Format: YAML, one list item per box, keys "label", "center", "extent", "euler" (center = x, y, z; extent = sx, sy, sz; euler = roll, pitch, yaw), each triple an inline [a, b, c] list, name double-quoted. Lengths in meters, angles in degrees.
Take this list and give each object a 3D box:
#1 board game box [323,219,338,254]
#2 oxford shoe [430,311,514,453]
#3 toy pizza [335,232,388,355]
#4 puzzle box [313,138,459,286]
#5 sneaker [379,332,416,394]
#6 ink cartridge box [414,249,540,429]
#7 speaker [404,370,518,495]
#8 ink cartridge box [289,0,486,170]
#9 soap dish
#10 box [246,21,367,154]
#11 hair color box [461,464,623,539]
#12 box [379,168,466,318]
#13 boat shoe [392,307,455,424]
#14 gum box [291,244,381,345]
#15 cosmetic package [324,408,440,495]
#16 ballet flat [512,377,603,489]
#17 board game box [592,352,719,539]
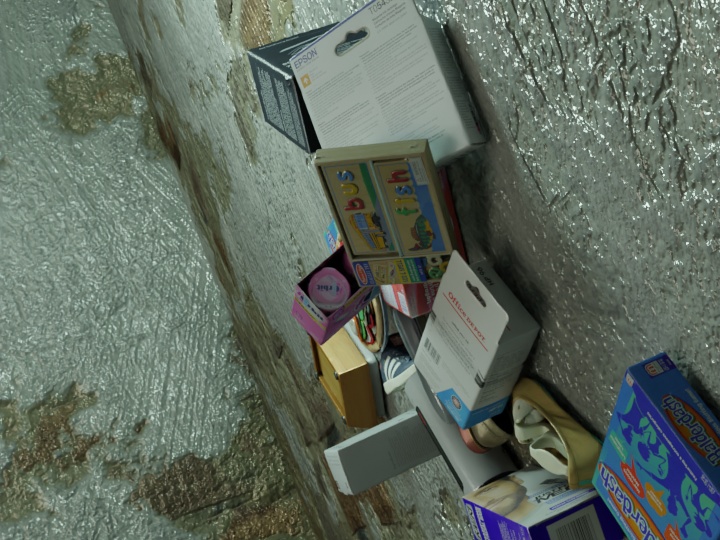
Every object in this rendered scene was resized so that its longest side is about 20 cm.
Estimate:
- label: "board game box"
  center: [0.001, -0.020, 1.697]
  extent: [0.200, 0.044, 0.154]
  euler: [131, 119, -73]
- label: "oxford shoe"
  center: [0.150, 0.129, 1.372]
  extent: [0.074, 0.070, 0.203]
  euler: [-30, 77, 47]
- label: "toy pizza"
  center: [-0.008, 0.034, 1.628]
  extent: [0.200, 0.031, 0.204]
  euler: [164, 91, -74]
- label: "puzzle box"
  center: [0.035, -0.061, 1.219]
  extent: [0.026, 0.131, 0.202]
  euler: [-75, -26, -42]
- label: "sneaker"
  center: [0.068, 0.132, 1.608]
  extent: [0.200, 0.074, 0.086]
  euler: [137, 119, -69]
- label: "ink cartridge box"
  center: [0.138, 0.074, 1.245]
  extent: [0.116, 0.067, 0.202]
  euler: [53, 146, 32]
- label: "speaker"
  center: [0.138, 0.221, 1.461]
  extent: [0.082, 0.080, 0.201]
  euler: [89, 155, -50]
- label: "ink cartridge box"
  center: [0.027, -0.195, 1.218]
  extent: [0.195, 0.043, 0.203]
  euler: [-25, 82, 38]
- label: "soap dish"
  center: [-0.030, 0.184, 1.988]
  extent: [0.200, 0.080, 0.159]
  euler: [-128, 23, -51]
- label: "box"
  center: [-0.047, -0.246, 1.401]
  extent: [0.200, 0.146, 0.106]
  euler: [-137, 30, -60]
- label: "hair color box"
  center: [0.208, 0.288, 1.245]
  extent: [0.200, 0.108, 0.066]
  euler: [166, 84, -74]
- label: "box"
  center: [0.063, -0.056, 1.348]
  extent: [0.102, 0.093, 0.203]
  euler: [-154, 47, -68]
- label: "boat shoe"
  center: [0.102, 0.116, 1.450]
  extent: [0.072, 0.061, 0.202]
  euler: [75, 173, -53]
- label: "gum box"
  center: [0.000, 0.000, 1.460]
  extent: [0.066, 0.200, 0.114]
  euler: [44, 159, 11]
- label: "cosmetic package"
  center: [0.054, 0.256, 1.564]
  extent: [0.075, 0.197, 0.102]
  euler: [68, 164, 4]
- label: "ballet flat"
  center: [0.208, 0.180, 1.197]
  extent: [0.200, 0.062, 0.070]
  euler: [-139, 33, -61]
- label: "board game box"
  center: [0.283, 0.196, 0.966]
  extent: [0.202, 0.044, 0.153]
  euler: [88, 157, -49]
